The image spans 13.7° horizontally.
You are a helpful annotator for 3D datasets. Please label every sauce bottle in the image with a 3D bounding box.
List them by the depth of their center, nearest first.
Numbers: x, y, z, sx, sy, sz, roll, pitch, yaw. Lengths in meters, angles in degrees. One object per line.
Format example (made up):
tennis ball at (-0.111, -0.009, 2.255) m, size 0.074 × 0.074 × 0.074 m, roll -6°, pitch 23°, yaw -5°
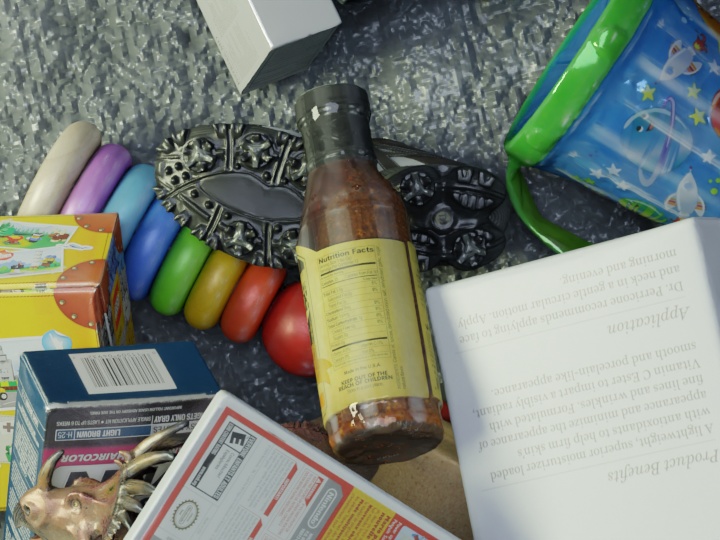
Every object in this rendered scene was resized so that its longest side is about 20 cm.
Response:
sauce bottle at (0.000, 0.000, 1.571) m, size 0.066 × 0.066 × 0.201 m, roll -10°, pitch 66°, yaw 3°

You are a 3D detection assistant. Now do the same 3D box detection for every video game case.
video game case at (-0.025, 0.171, 1.494) m, size 0.199 × 0.017 × 0.143 m, roll 33°, pitch 90°, yaw -12°

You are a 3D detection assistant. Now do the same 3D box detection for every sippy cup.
sippy cup at (0.168, -0.087, 1.647) m, size 0.130 × 0.178 × 0.140 m, roll 34°, pitch 59°, yaw -4°

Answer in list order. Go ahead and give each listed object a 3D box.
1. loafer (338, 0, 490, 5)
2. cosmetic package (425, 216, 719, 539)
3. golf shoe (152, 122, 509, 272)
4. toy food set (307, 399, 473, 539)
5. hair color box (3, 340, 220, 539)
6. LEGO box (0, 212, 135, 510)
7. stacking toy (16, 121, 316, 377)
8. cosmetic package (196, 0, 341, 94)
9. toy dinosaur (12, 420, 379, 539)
loafer at (0.072, -0.184, 1.675) m, size 0.199 × 0.068 × 0.071 m, roll -8°, pitch 73°, yaw -14°
cosmetic package at (0.158, 0.088, 1.580) m, size 0.164 × 0.165 × 0.201 m, roll -14°, pitch 83°, yaw 29°
golf shoe at (-0.017, -0.040, 1.668) m, size 0.199 × 0.095 × 0.078 m, roll 12°, pitch 100°, yaw -2°
toy food set at (0.015, 0.168, 1.656) m, size 0.199 × 0.049 × 0.199 m, roll -14°, pitch 93°, yaw 9°
hair color box at (-0.137, 0.140, 1.609) m, size 0.099 × 0.061 × 0.201 m, roll -3°, pitch 120°, yaw -21°
LEGO box at (-0.227, 0.052, 1.646) m, size 0.199 × 0.077 × 0.150 m, roll -1°, pitch 122°, yaw 5°
stacking toy at (-0.093, -0.003, 1.685) m, size 0.199 × 0.085 × 0.086 m, roll 28°, pitch 86°, yaw 0°
cosmetic package at (-0.080, -0.208, 1.694) m, size 0.050 × 0.083 × 0.201 m, roll -22°, pitch 82°, yaw -22°
toy dinosaur at (-0.064, 0.119, 1.546) m, size 0.199 × 0.086 × 0.136 m, roll -31°, pitch 103°, yaw -21°
